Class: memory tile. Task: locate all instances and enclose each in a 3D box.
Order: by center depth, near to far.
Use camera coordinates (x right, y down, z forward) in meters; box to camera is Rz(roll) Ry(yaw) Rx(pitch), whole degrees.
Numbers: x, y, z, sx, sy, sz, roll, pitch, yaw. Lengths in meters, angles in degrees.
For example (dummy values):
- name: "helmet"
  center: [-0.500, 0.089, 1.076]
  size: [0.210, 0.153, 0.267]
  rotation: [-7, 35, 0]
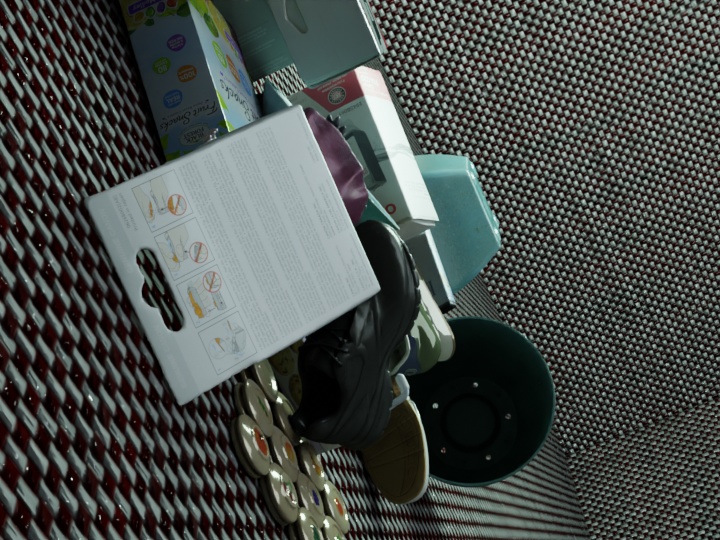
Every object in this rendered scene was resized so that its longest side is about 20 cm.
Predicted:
- name: "memory tile"
  center: [-0.053, 0.170, 1.080]
  size: [0.153, 0.017, 0.200]
  rotation: [-93, 158, -64]

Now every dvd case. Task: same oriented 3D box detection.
- name: "dvd case"
  center: [0.025, -0.011, 1.564]
  size: [0.018, 0.143, 0.200]
  rotation: [20, 45, -51]

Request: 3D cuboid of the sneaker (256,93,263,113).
- name: "sneaker"
  center: [-0.078, -0.088, 1.371]
  size: [0.115, 0.075, 0.200]
  rotation: [-55, 123, -76]

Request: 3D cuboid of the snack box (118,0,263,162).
- name: "snack box"
  center: [-0.141, -0.159, 1.198]
  size: [0.169, 0.068, 0.200]
  rotation: [43, 28, -70]

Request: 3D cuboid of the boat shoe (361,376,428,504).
- name: "boat shoe"
  center: [0.036, 0.168, 1.412]
  size: [0.069, 0.071, 0.200]
  rotation: [54, 15, -50]

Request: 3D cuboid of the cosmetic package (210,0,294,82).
- name: "cosmetic package"
  center: [-0.151, -0.283, 1.317]
  size: [0.090, 0.107, 0.200]
  rotation: [-102, 168, -53]

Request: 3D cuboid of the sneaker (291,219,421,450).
- name: "sneaker"
  center: [-0.007, 0.055, 1.114]
  size: [0.091, 0.076, 0.200]
  rotation: [7, 91, -52]

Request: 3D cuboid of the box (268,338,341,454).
- name: "box"
  center: [-0.064, 0.069, 1.184]
  size: [0.039, 0.041, 0.200]
  rotation: [-61, 129, -77]

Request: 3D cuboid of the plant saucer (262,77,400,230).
- name: "plant saucer"
  center: [-0.040, -0.104, 1.303]
  size: [0.201, 0.039, 0.201]
  rotation: [48, 5, -5]

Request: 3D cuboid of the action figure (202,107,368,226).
- name: "action figure"
  center: [-0.086, -0.052, 1.105]
  size: [0.134, 0.149, 0.200]
  rotation: [52, 52, -1]

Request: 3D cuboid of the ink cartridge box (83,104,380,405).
- name: "ink cartridge box"
  center: [-0.095, -0.013, 0.966]
  size: [0.050, 0.200, 0.162]
  rotation: [-12, -76, 56]

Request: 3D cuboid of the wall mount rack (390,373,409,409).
- name: "wall mount rack"
  center: [-0.026, 0.063, 1.311]
  size: [0.174, 0.075, 0.200]
  rotation: [55, 5, 14]

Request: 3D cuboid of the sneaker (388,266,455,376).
- name: "sneaker"
  center: [0.017, 0.025, 1.413]
  size: [0.090, 0.067, 0.200]
  rotation: [-27, 82, -38]

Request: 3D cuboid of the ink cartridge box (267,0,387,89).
- name: "ink cartridge box"
  center: [-0.038, -0.273, 1.351]
  size: [0.200, 0.083, 0.146]
  rotation: [-78, 145, -78]

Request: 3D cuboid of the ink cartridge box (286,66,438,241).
- name: "ink cartridge box"
  center: [-0.018, -0.117, 1.524]
  size: [0.085, 0.146, 0.200]
  rotation: [-3, 69, -65]

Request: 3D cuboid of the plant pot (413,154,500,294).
- name: "plant pot"
  center: [0.080, -0.058, 1.792]
  size: [0.196, 0.200, 0.196]
  rotation: [-75, 142, -76]

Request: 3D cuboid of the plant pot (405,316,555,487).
- name: "plant pot"
  center: [0.132, 0.173, 1.605]
  size: [0.161, 0.200, 0.201]
  rotation: [75, -4, -72]
